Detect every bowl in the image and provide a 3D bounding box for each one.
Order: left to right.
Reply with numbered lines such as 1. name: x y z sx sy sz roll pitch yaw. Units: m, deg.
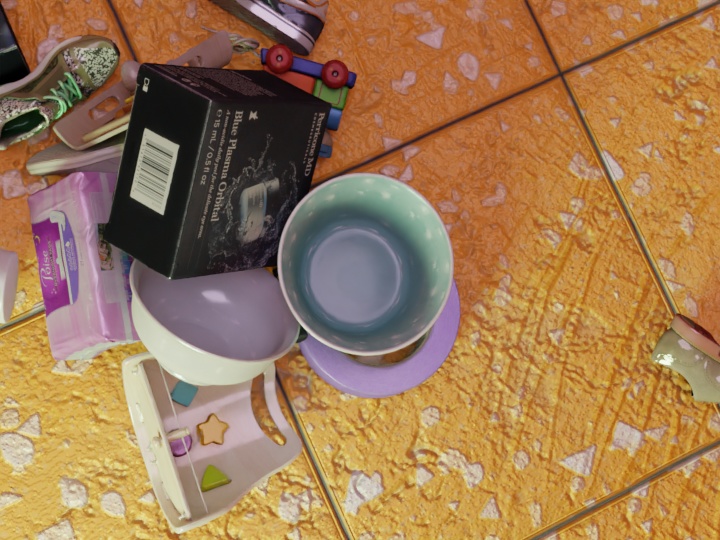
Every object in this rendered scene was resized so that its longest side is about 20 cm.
1. bowl: -0.173 0.062 1.376 0.199 0.202 0.091 26 122 -3
2. bowl: 0.000 0.000 1.402 0.197 0.105 0.205 1 80 -8

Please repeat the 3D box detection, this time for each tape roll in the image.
1. tape roll: 0.018 0.050 1.484 0.196 0.066 0.204 1 81 -6

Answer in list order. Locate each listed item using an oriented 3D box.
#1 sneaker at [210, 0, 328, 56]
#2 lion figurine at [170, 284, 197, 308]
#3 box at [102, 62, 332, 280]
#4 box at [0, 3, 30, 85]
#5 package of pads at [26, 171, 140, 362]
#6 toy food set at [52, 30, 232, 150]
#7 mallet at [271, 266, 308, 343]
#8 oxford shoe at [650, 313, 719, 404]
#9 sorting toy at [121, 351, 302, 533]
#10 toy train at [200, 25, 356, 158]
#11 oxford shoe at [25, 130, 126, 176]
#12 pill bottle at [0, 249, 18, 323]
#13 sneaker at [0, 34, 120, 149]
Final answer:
1. sneaker: -0.131 -0.350 1.523 0.198 0.078 0.080 31 83 -13
2. lion figurine: -0.218 -0.019 1.468 0.121 0.072 0.204 -10 97 -34
3. box: -0.153 -0.110 1.346 0.117 0.199 0.200 27 111 32
4. box: -0.500 -0.306 1.453 0.147 0.107 0.202 -25 84 -10
5. package of pads: -0.315 -0.003 1.420 0.075 0.119 0.203 -2 78 -48
6. toy food set: -0.251 -0.211 1.409 0.143 0.199 0.061 -42 108 -37
7. mallet: -0.107 -0.004 1.457 0.065 0.041 0.203 -22 66 23
8. oxford shoe: 0.449 0.139 1.534 0.199 0.071 0.074 38 104 -1
9. sorting toy: -0.164 0.181 1.429 0.178 0.107 0.203 -16 79 -19
10. toy train: -0.112 -0.215 1.507 0.197 0.085 0.118 14 93 -5
11. oxford shoe: -0.300 -0.129 1.462 0.196 0.076 0.059 -8 120 7
12. pill bottle: -0.495 0.006 1.401 0.196 0.111 0.113 8 80 -6
13. sneaker: -0.362 -0.199 1.454 0.199 0.077 0.089 -35 43 -5
